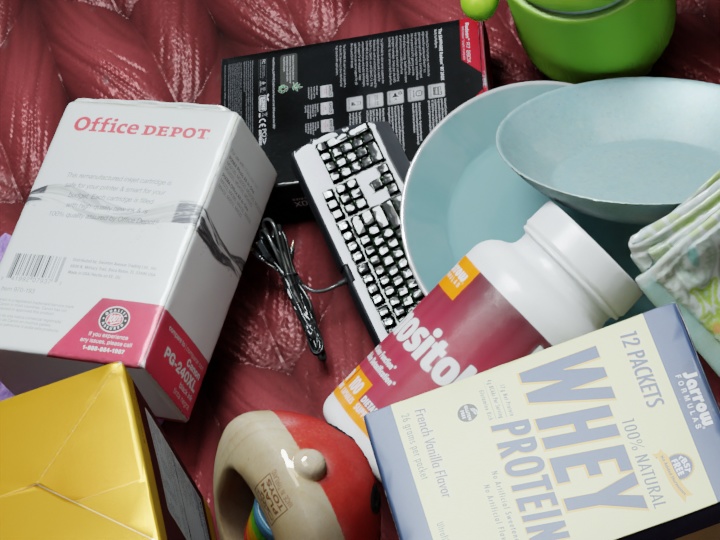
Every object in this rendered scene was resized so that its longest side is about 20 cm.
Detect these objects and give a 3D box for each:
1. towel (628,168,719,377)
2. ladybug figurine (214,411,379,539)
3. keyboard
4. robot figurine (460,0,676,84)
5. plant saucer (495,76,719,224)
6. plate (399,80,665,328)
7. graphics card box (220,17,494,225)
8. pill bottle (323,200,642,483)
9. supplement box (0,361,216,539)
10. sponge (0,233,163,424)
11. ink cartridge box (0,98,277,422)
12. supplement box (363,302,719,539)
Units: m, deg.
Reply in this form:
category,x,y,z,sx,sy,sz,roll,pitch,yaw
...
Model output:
category,x,y,z,sx,sy,sz,roll,pitch,yaw
towel,0.282,0.005,1.474,0.171,0.200,0.048,-40,21,11
ladybug figurine,-0.036,0.151,1.479,0.072,0.200,0.136,-21,73,-19
keyboard,0.000,0.000,1.643,0.126,0.021,0.201,-27,69,3
robot figurine,0.155,-0.202,1.648,0.174,0.200,0.116,-14,63,7
plant saucer,0.188,-0.071,1.568,0.199,0.039,0.201,-3,28,1
plate,0.125,-0.032,1.629,0.199,0.026,0.202,0,71,0
graphics card box,-0.001,-0.106,1.725,0.198,0.051,0.126,-9,57,9
pill bottle,0.080,0.056,1.532,0.200,0.113,0.113,-46,56,2
supplement box,-0.198,0.189,1.496,0.196,0.200,0.133,-19,55,3
sponge,-0.218,0.063,1.690,0.199,0.030,0.112,33,72,30
ink cartridge box,-0.159,-0.010,1.639,0.144,0.083,0.201,5,61,28
supplement box,0.131,0.154,1.425,0.199,0.200,0.135,-20,54,2
